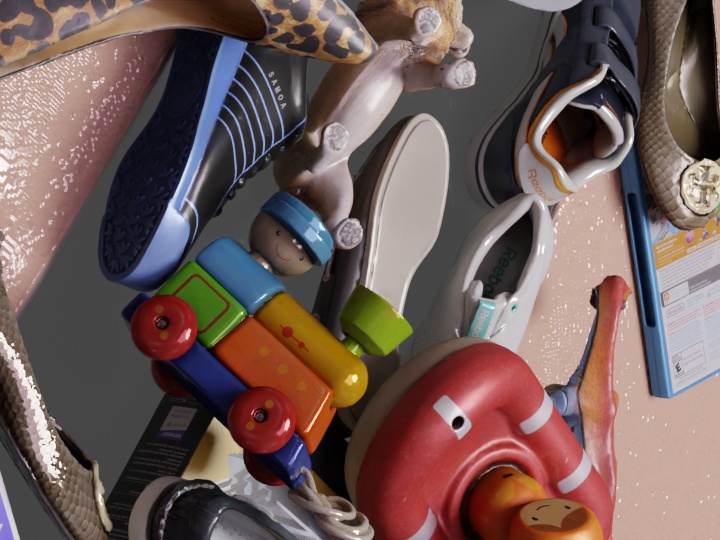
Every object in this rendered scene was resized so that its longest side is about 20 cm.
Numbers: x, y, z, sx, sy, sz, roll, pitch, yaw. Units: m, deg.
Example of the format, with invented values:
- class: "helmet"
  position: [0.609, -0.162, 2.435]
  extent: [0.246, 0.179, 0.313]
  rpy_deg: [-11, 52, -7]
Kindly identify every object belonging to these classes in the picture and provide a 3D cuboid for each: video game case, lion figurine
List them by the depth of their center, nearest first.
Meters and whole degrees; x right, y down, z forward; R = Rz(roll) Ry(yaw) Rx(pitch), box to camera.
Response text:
- class: "lion figurine"
  position: [-0.003, -0.092, 1.219]
  extent: [0.200, 0.122, 0.072]
  rpy_deg: [-47, 112, -13]
- class: "video game case"
  position: [0.239, -0.027, 1.509]
  extent: [0.143, 0.018, 0.200]
  rpy_deg: [-22, 108, -41]

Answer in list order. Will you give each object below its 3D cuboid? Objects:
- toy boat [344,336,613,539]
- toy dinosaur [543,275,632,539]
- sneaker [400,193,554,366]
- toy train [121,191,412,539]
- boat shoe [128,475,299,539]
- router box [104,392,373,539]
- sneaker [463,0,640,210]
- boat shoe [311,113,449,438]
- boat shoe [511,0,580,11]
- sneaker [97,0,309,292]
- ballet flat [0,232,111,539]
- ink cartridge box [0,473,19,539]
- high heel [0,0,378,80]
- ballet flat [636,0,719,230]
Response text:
- class: "toy boat"
  position: [0.084, 0.134, 1.196]
  extent: [0.131, 0.131, 0.200]
  rpy_deg: [-45, 125, -14]
- class: "toy dinosaur"
  position: [0.146, 0.102, 1.341]
  extent: [0.105, 0.200, 0.182]
  rpy_deg: [-6, 129, -60]
- class: "sneaker"
  position: [0.064, 0.044, 1.271]
  extent: [0.075, 0.089, 0.200]
  rpy_deg: [19, 77, 0]
- class: "toy train"
  position: [-0.016, 0.058, 1.096]
  extent: [0.116, 0.200, 0.085]
  rpy_deg: [-45, 164, -11]
- class: "boat shoe"
  position: [-0.043, 0.182, 1.135]
  extent: [0.200, 0.060, 0.076]
  rpy_deg: [44, 64, -37]
- class: "router box"
  position: [-0.055, 0.161, 1.202]
  extent: [0.200, 0.052, 0.157]
  rpy_deg: [44, 63, -37]
- class: "sneaker"
  position: [0.146, -0.116, 1.368]
  extent: [0.078, 0.079, 0.200]
  rpy_deg: [49, 58, -34]
- class: "boat shoe"
  position: [0.000, 0.000, 1.252]
  extent: [0.067, 0.057, 0.200]
  rpy_deg: [34, 63, -47]
- class: "boat shoe"
  position: [0.054, -0.209, 1.284]
  extent: [0.200, 0.057, 0.069]
  rpy_deg: [18, 121, -33]
- class: "sneaker"
  position: [-0.073, -0.070, 1.157]
  extent: [0.078, 0.070, 0.200]
  rpy_deg: [33, 69, -34]
- class: "ballet flat"
  position: [-0.166, 0.055, 1.066]
  extent: [0.046, 0.067, 0.200]
  rpy_deg: [-30, 109, -13]
- class: "ink cartridge box"
  position: [-0.224, 0.218, 1.019]
  extent: [0.198, 0.043, 0.200]
  rpy_deg: [-39, 123, -48]
- class: "high heel"
  position: [-0.102, -0.112, 1.078]
  extent: [0.200, 0.071, 0.143]
  rpy_deg: [26, 65, -1]
- class: "ballet flat"
  position: [0.221, -0.128, 1.442]
  extent: [0.067, 0.046, 0.200]
  rpy_deg: [7, 78, -40]
